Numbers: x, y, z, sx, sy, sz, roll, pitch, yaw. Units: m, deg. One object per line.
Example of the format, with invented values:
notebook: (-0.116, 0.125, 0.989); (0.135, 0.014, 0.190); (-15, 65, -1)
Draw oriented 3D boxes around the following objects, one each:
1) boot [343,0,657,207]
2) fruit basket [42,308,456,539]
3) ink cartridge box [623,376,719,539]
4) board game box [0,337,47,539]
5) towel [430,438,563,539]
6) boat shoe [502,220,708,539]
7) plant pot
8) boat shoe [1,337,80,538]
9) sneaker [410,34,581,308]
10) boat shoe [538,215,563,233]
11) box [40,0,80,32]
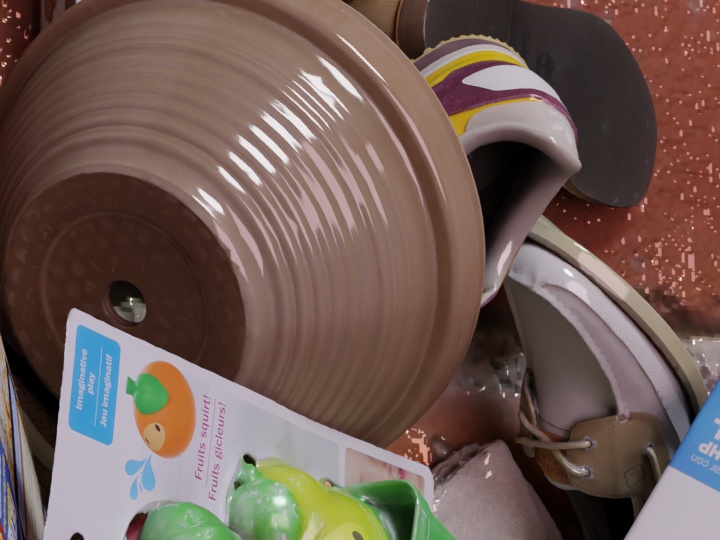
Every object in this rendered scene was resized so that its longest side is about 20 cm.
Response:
boot: (0.058, -0.078, 1.175); (0.200, 0.075, 0.074); (25, 69, -48)
fruit basket: (-0.035, 0.128, 0.912); (0.200, 0.093, 0.186); (34, 55, -52)
ink cartridge box: (0.146, 0.163, 1.120); (0.201, 0.084, 0.145); (-58, 152, -9)
board game box: (-0.128, 0.109, 0.931); (0.046, 0.152, 0.201); (-12, 119, -2)
towel: (0.018, 0.171, 1.130); (0.200, 0.034, 0.133); (-33, 100, -33)
boat shoe: (0.103, 0.063, 1.149); (0.068, 0.075, 0.200); (-44, 130, -12)
plant pot: (-0.063, -0.004, 0.988); (0.202, 0.200, 0.093); (65, 30, -8)
boat shoe: (-0.174, 0.041, 1.011); (0.076, 0.072, 0.200); (-46, 111, -2)
sneaker: (0.000, 0.000, 1.047); (0.075, 0.090, 0.200); (35, 102, -29)
boat shoe: (0.010, -0.024, 1.133); (0.199, 0.074, 0.066); (26, 98, -39)
box: (-0.100, -0.140, 1.069); (0.041, 0.039, 0.201); (-2, 95, -29)
